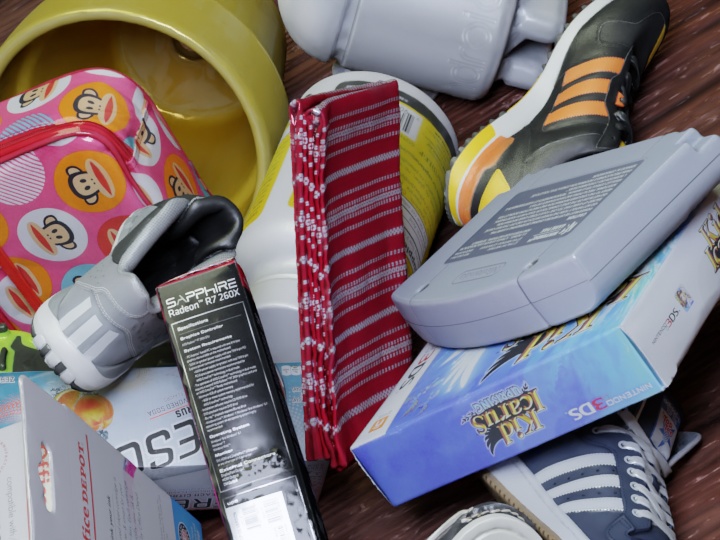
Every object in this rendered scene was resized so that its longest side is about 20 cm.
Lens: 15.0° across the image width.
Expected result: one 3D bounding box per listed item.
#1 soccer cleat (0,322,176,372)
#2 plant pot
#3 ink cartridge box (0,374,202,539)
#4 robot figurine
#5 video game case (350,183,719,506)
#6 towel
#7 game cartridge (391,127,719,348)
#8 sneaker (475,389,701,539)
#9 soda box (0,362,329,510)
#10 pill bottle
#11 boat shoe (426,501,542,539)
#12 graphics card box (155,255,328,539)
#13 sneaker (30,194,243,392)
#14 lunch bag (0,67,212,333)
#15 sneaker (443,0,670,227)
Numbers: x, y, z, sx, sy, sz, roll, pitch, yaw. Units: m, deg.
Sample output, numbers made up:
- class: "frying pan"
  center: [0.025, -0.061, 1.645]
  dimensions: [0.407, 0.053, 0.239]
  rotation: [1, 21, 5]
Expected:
- class: "soccer cleat"
  center: [-0.166, 0.075, 1.609]
  dimensions: [0.199, 0.084, 0.065]
  rotation: [-4, 44, -10]
- class: "plant pot"
  center: [-0.133, -0.118, 1.799]
  dimensions: [0.200, 0.202, 0.189]
  rotation: [-16, 24, 22]
- class: "ink cartridge box"
  center: [-0.153, 0.153, 1.448]
  dimensions: [0.067, 0.200, 0.116]
  rotation: [-20, 54, 16]
- class: "robot figurine"
  center: [0.032, -0.178, 1.750]
  dimensions: [0.199, 0.170, 0.113]
  rotation: [14, 40, -3]
- class: "video game case"
  center: [0.109, 0.030, 1.464]
  dimensions: [0.199, 0.046, 0.181]
  rotation: [-27, 17, 40]
- class: "towel"
  center: [0.000, 0.000, 1.506]
  dimensions: [0.022, 0.202, 0.145]
  rotation: [0, 8, 21]
- class: "game cartridge"
  center: [0.100, -0.013, 1.458]
  dimensions: [0.133, 0.042, 0.200]
  rotation: [-47, 15, -23]
- class: "sneaker"
  center: [0.142, 0.116, 1.400]
  dimensions: [0.108, 0.070, 0.200]
  rotation: [-38, 33, -5]
- class: "soda box"
  center: [-0.118, 0.096, 1.536]
  dimensions: [0.198, 0.069, 0.064]
  rotation: [-2, 63, -9]
- class: "pill bottle"
  center: [-0.015, -0.017, 1.636]
  dimensions: [0.111, 0.112, 0.201]
  rotation: [-10, 38, 29]
- class: "boat shoe"
  center: [0.022, 0.202, 1.375]
  dimensions: [0.201, 0.074, 0.060]
  rotation: [-58, 9, 4]
- class: "graphics card box"
  center: [-0.052, 0.108, 1.432]
  dimensions: [0.051, 0.126, 0.201]
  rotation: [-18, 72, -2]
- class: "sneaker"
  center: [-0.094, -0.009, 1.518]
  dimensions: [0.115, 0.075, 0.200]
  rotation: [-39, 6, 32]
- class: "lunch bag"
  center: [-0.179, -0.019, 1.695]
  dimensions: [0.175, 0.200, 0.082]
  rotation: [-18, 36, 24]
- class: "sneaker"
  center: [0.142, -0.087, 1.656]
  dimensions: [0.090, 0.070, 0.200]
  rotation: [28, 66, 35]
